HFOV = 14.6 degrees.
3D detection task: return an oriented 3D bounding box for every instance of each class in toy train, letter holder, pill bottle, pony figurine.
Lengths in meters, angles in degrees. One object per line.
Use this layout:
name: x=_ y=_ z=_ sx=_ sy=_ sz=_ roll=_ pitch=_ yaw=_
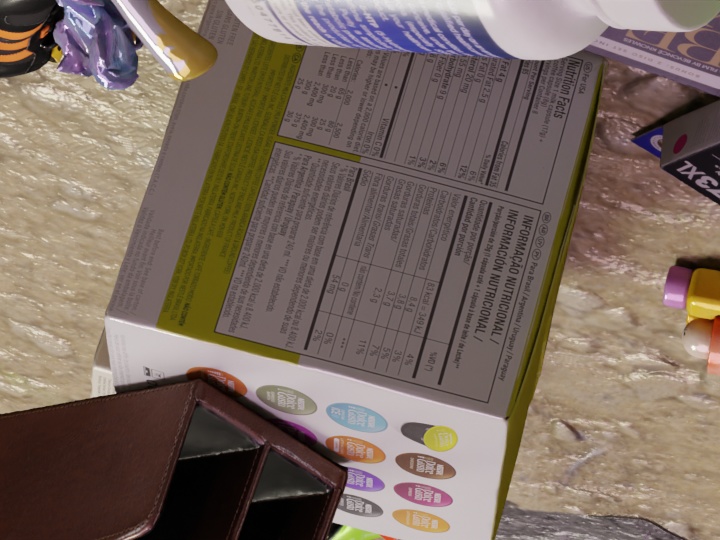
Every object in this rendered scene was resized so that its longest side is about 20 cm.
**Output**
toy train: x=0.244 y=0.043 z=1.501 sx=0.150 sy=0.056 sz=0.200 roll=-2 pitch=148 yaw=35
letter holder: x=-0.124 y=0.146 z=1.366 sx=0.101 sy=0.142 sz=0.200 roll=34 pitch=152 yaw=-31
pill bottle: x=0.047 y=-0.146 z=1.135 sx=0.200 sy=0.120 sz=0.120 roll=8 pitch=154 yaw=34
pony figurine: x=-0.123 y=-0.170 z=1.205 sx=0.193 sy=0.167 sz=0.200 roll=-22 pitch=131 yaw=10

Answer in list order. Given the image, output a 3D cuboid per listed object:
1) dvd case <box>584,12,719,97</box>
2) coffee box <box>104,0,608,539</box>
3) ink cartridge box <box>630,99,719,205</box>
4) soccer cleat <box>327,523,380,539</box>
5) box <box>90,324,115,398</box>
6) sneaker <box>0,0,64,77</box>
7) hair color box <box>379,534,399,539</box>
dvd case: x=0.125 y=-0.148 z=1.236 sx=0.149 sy=0.016 sz=0.200 roll=19 pitch=155 yaw=-5
coffee box: x=0.000 y=0.000 z=1.392 sx=0.198 sy=0.200 sz=0.200 roll=14 pitch=156 yaw=6
ink cartridge box: x=0.212 y=-0.051 z=1.330 sx=0.095 sy=0.037 sz=0.200 roll=30 pitch=160 yaw=-18
soccer cleat: x=-0.029 y=0.076 z=1.634 sx=0.081 sy=0.068 sz=0.200 roll=-24 pitch=110 yaw=8
box: x=-0.063 y=0.073 z=1.728 sx=0.200 sy=0.068 sz=0.082 roll=16 pitch=155 yaw=0
sneaker: x=-0.169 y=-0.137 z=1.381 sx=0.090 sy=0.070 sz=0.200 roll=26 pitch=158 yaw=-31
hair color box: x=-0.023 y=0.045 z=1.522 sx=0.200 sy=0.102 sz=0.061 roll=39 pitch=151 yaw=15
